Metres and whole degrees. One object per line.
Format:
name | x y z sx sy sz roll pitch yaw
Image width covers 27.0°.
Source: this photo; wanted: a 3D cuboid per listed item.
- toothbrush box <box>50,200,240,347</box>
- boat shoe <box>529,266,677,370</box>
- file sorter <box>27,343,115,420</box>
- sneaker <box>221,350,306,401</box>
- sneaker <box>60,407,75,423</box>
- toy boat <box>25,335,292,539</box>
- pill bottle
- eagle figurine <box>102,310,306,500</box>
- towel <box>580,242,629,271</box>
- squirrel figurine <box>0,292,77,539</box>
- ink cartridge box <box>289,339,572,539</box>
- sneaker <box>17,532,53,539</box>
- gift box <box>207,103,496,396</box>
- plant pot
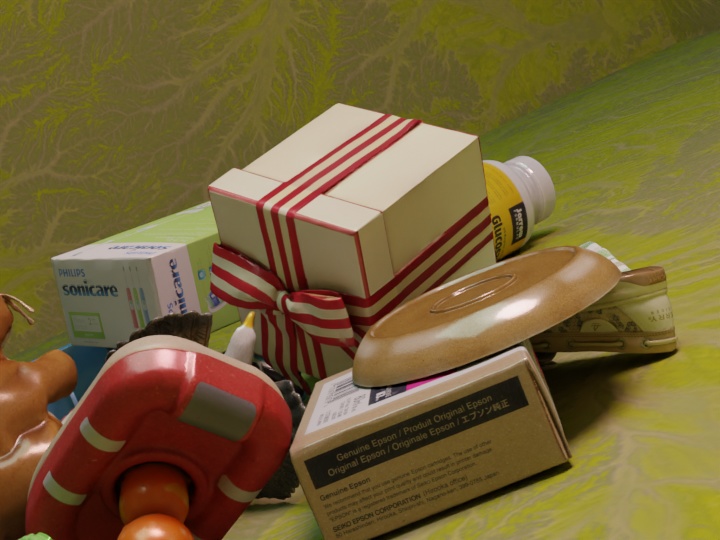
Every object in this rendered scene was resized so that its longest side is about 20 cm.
toothbrush box | -0.150 0.000 1.341 0.144 0.087 0.199 0 15 43
boat shoe | 0.143 0.047 1.116 0.073 0.063 0.199 -14 -2 -44
file sorter | -0.282 0.161 1.318 0.198 0.140 0.123 -24 10 -12
sneaker | -0.094 0.100 1.418 0.089 0.079 0.199 -20 7 -24
sneaker | -0.199 0.164 1.183 0.081 0.078 0.201 -27 27 16
toy boat | -0.128 0.148 0.925 0.201 0.129 0.131 -53 27 29
pill bottle | 0.129 -0.059 1.717 0.199 0.113 0.112 -28 9 -32
eagle figurine | -0.109 0.102 1.149 0.150 0.153 0.200 -12 1 2
towel | 0.160 0.030 1.294 0.148 0.031 0.200 -25 9 3
squirrel figurine | -0.280 0.099 1.022 0.141 0.189 0.199 -19 6 43
ink cartridge box | 0.046 0.099 1.006 0.163 0.076 0.200 -23 6 5
sneaker | -0.187 0.211 0.856 0.083 0.077 0.200 -30 17 -17
gift box | 0.000 0.000 1.215 0.183 0.202 0.186 13 38 42
plant pot | 0.081 0.026 1.027 0.198 0.028 0.200 -22 6 3
